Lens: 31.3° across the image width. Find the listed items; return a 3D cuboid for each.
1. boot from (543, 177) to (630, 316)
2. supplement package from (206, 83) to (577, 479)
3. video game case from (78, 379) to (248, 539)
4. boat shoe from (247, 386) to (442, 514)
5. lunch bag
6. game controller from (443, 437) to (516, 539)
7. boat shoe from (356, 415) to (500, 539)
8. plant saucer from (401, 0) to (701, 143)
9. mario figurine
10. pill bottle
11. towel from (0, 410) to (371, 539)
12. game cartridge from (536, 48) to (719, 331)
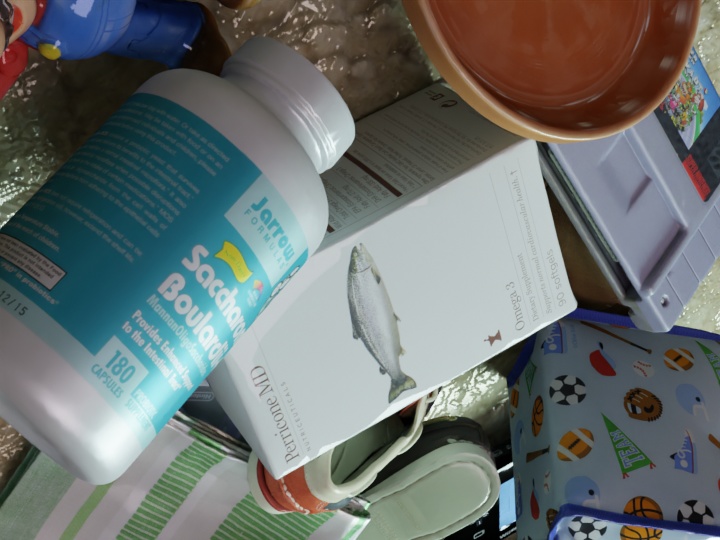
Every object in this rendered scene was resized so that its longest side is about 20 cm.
[{"bbox_3d":[0.177,0.007,0.879,0.074,0.075,0.200,-46,135,1],"label":"boot"},{"bbox_3d":[0.000,0.000,0.716,0.199,0.117,0.118,-29,122,-13],"label":"supplement package"},{"bbox_3d":[-0.086,0.141,0.835,0.199,0.023,0.183,5,118,-36],"label":"video game case"},{"bbox_3d":[0.012,0.077,0.774,0.200,0.062,0.072,-40,104,-45],"label":"boat shoe"},{"bbox_3d":[0.206,0.131,0.868,0.198,0.171,0.124,7,142,-8],"label":"lunch bag"},{"bbox_3d":[0.147,0.151,0.984,0.199,0.042,0.105,-26,132,-15],"label":"game controller"},{"bbox_3d":[-0.005,0.156,0.834,0.200,0.061,0.072,-24,115,8],"label":"boat shoe"},{"bbox_3d":[0.098,-0.167,0.674,0.199,0.032,0.203,3,85,-30],"label":"plant saucer"},{"bbox_3d":[-0.134,-0.109,0.565,0.199,0.106,0.125,-5,99,-38],"label":"mario figurine"},{"bbox_3d":[-0.089,-0.013,0.575,0.200,0.110,0.111,-50,137,-19],"label":"pill bottle"},{"bbox_3d":[-0.112,0.156,0.772,0.199,0.023,0.153,28,112,-21],"label":"towel"},{"bbox_3d":[0.165,-0.079,0.766,0.130,0.038,0.200,-48,120,-20],"label":"game cartridge"}]
